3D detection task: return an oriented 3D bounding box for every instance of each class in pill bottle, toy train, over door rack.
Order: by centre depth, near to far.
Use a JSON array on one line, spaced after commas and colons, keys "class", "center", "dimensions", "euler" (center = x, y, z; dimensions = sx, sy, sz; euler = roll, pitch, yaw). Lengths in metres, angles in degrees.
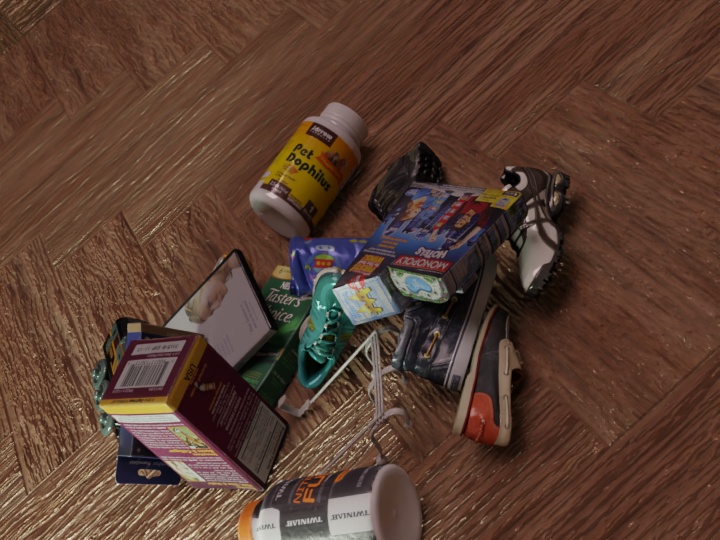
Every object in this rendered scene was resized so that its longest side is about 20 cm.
[{"class": "pill bottle", "center": [-0.039, 0.278, 1.249], "dimensions": [0.198, 0.106, 0.107], "euler": [-15, 43, 31]}, {"class": "over door rack", "center": [-0.015, 0.176, 1.374], "dimensions": [0.199, 0.066, 0.149], "euler": [-37, 33, 26]}, {"class": "toy train", "center": [-0.329, 0.158, 1.630], "dimensions": [0.115, 0.084, 0.201], "euler": [-62, 31, 22]}, {"class": "pill bottle", "center": [-0.072, -0.153, 1.716], "dimensions": [0.108, 0.109, 0.201], "euler": [13, 62, 48]}]

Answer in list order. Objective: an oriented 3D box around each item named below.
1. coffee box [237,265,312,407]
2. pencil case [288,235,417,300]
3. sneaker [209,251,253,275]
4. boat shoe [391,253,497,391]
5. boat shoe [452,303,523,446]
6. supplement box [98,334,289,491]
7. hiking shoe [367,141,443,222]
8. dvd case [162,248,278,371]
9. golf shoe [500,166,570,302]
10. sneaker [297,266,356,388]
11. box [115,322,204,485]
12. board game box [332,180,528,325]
[{"class": "coffee box", "center": [-0.118, 0.088, 1.566], "dimensions": [0.122, 0.044, 0.201], "euler": [10, 60, 47]}, {"class": "pencil case", "center": [0.000, 0.000, 1.461], "dimensions": [0.196, 0.078, 0.088], "euler": [1, 66, 8]}, {"class": "sneaker", "center": [-0.206, 0.076, 1.652], "dimensions": [0.088, 0.075, 0.203], "euler": [-36, 33, 61]}, {"class": "boat shoe", "center": [0.102, 0.045, 1.347], "dimensions": [0.089, 0.071, 0.202], "euler": [18, 50, 6]}, {"class": "boat shoe", "center": [0.151, 0.117, 1.278], "dimensions": [0.062, 0.072, 0.201], "euler": [14, 39, 6]}, {"class": "supplement box", "center": [-0.203, 0.180, 1.417], "dimensions": [0.129, 0.200, 0.104], "euler": [-6, 47, 37]}, {"class": "hiking shoe", "center": [0.054, -0.083, 1.576], "dimensions": [0.100, 0.076, 0.202], "euler": [-27, 32, 41]}, {"class": "dvd case", "center": [-0.204, 0.088, 1.550], "dimensions": [0.200, 0.017, 0.144], "euler": [-45, 55, 22]}, {"class": "golf shoe", "center": [0.196, -0.048, 1.366], "dimensions": [0.202, 0.093, 0.078], "euler": [-77, 7, -45]}, {"class": "sneaker", "center": [-0.037, 0.074, 1.420], "dimensions": [0.076, 0.201, 0.080], "euler": [18, 47, -1]}, {"class": "box", "center": [-0.259, 0.176, 1.481], "dimensions": [0.032, 0.120, 0.204], "euler": [-3, 79, 35]}, {"class": "board game box", "center": [0.073, -0.014, 1.330], "dimensions": [0.200, 0.062, 0.199], "euler": [-45, 30, -22]}]
